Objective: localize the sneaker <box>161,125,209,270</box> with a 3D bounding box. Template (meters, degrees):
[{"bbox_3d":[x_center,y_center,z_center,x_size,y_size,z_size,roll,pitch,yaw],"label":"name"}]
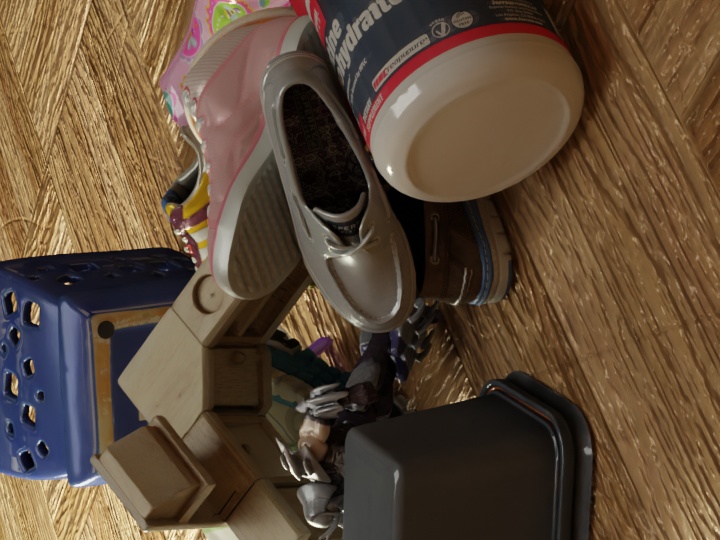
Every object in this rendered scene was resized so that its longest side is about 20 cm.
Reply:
[{"bbox_3d":[-0.128,-0.033,1.830,0.075,0.090,0.200,-119,37,-64],"label":"sneaker"}]

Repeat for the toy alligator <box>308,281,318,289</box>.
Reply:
[{"bbox_3d":[0.000,0.000,1.632,0.054,0.059,0.200,47,167,-28],"label":"toy alligator"}]

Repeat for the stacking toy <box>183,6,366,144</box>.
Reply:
[{"bbox_3d":[-0.046,-0.081,1.553,0.200,0.146,0.146,-104,22,-50],"label":"stacking toy"}]

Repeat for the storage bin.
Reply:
[{"bbox_3d":[0.058,0.176,1.441,0.146,0.134,0.201,-148,57,-60],"label":"storage bin"}]

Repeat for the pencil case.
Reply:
[{"bbox_3d":[-0.106,-0.200,1.772,0.200,0.087,0.088,116,141,-51],"label":"pencil case"}]

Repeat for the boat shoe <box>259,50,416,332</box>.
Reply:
[{"bbox_3d":[-0.012,-0.044,1.402,0.069,0.072,0.200,-99,-4,-70],"label":"boat shoe"}]

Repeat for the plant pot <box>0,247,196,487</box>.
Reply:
[{"bbox_3d":[-0.212,0.090,1.948,0.180,0.200,0.201,11,105,57],"label":"plant pot"}]

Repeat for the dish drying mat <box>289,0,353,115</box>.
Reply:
[{"bbox_3d":[-0.029,-0.213,1.525,0.077,0.018,0.200,-38,76,41],"label":"dish drying mat"}]

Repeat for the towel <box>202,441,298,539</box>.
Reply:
[{"bbox_3d":[-0.051,0.231,1.687,0.152,0.023,0.200,-17,103,46],"label":"towel"}]

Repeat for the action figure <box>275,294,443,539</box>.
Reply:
[{"bbox_3d":[0.004,0.095,1.490,0.130,0.069,0.200,68,-143,-54],"label":"action figure"}]

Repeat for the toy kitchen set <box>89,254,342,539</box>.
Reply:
[{"bbox_3d":[-0.079,0.087,1.531,0.200,0.163,0.181,49,114,27],"label":"toy kitchen set"}]

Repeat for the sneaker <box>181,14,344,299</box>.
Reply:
[{"bbox_3d":[-0.078,-0.078,1.473,0.104,0.075,0.201,6,76,42],"label":"sneaker"}]

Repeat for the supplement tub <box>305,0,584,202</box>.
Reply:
[{"bbox_3d":[0.046,-0.157,1.385,0.140,0.140,0.200,113,142,-47],"label":"supplement tub"}]

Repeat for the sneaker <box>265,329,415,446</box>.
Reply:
[{"bbox_3d":[-0.031,0.118,1.657,0.200,0.075,0.087,30,129,34],"label":"sneaker"}]

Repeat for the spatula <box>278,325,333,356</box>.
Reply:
[{"bbox_3d":[-0.067,0.053,1.796,0.021,0.056,0.200,54,175,-24],"label":"spatula"}]

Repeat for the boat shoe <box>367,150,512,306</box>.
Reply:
[{"bbox_3d":[0.040,-0.064,1.500,0.072,0.072,0.200,113,143,-46],"label":"boat shoe"}]
